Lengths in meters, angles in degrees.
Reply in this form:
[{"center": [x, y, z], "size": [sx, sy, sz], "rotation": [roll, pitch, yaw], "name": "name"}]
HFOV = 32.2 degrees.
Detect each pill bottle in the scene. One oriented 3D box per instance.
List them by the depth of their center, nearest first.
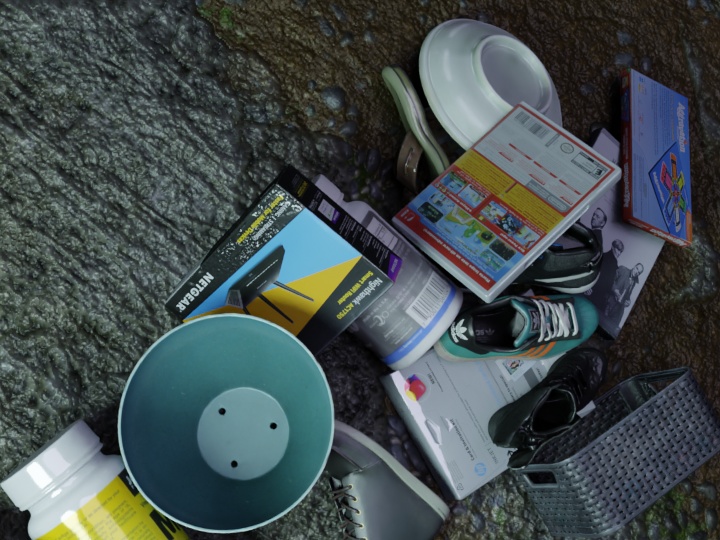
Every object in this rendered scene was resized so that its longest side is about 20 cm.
[{"center": [-0.237, 0.246, 1.167], "size": [0.114, 0.114, 0.200], "rotation": [-40, 96, -22], "name": "pill bottle"}, {"center": [0.000, 0.000, 1.301], "size": [0.200, 0.114, 0.114], "rotation": [42, 69, -9], "name": "pill bottle"}]

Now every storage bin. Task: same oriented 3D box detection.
[{"center": [0.283, 0.198, 1.359], "size": [0.200, 0.135, 0.094], "rotation": [-32, 93, -23], "name": "storage bin"}]

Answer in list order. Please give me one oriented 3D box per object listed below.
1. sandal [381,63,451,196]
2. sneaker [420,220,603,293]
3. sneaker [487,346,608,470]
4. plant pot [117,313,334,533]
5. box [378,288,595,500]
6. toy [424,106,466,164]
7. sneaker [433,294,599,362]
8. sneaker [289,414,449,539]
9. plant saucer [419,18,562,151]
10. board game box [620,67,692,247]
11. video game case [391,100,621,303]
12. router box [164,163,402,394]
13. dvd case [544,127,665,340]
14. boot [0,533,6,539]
[{"center": [0.057, -0.128, 1.374], "size": [0.057, 0.080, 0.201], "rotation": [-22, 82, -5], "name": "sandal"}, {"center": [0.160, -0.028, 1.334], "size": [0.199, 0.112, 0.073], "rotation": [1, 67, 5], "name": "sneaker"}, {"center": [0.208, 0.142, 1.316], "size": [0.200, 0.104, 0.060], "rotation": [-33, 92, -23], "name": "sneaker"}, {"center": [-0.120, 0.152, 1.204], "size": [0.199, 0.135, 0.201], "rotation": [0, 77, 2], "name": "plant pot"}, {"center": [0.142, 0.135, 1.370], "size": [0.200, 0.041, 0.156], "rotation": [-30, 91, -24], "name": "box"}, {"center": [0.161, -0.116, 1.417], "size": [0.115, 0.047, 0.200], "rotation": [-27, 90, -22], "name": "toy"}, {"center": [0.180, 0.061, 1.332], "size": [0.199, 0.080, 0.072], "rotation": [-8, 82, -24], "name": "sneaker"}, {"center": [-0.007, 0.235, 1.276], "size": [0.200, 0.075, 0.106], "rotation": [38, 67, -12], "name": "sneaker"}, {"center": [0.160, -0.207, 1.397], "size": [0.200, 0.050, 0.201], "rotation": [18, 55, -28], "name": "plant saucer"}, {"center": [0.350, -0.134, 1.476], "size": [0.103, 0.019, 0.201], "rotation": [20, 62, -29], "name": "board game box"}, {"center": [0.151, -0.075, 1.291], "size": [0.200, 0.017, 0.143], "rotation": [-42, 60, -13], "name": "video game case"}, {"center": [-0.078, 0.012, 1.230], "size": [0.149, 0.200, 0.051], "rotation": [39, 33, -10], "name": "router box"}, {"center": [0.285, -0.043, 1.452], "size": [0.150, 0.025, 0.200], "rotation": [39, 68, -20], "name": "dvd case"}, {"center": [-0.348, 0.335, 1.137], "size": [0.064, 0.186, 0.201], "rotation": [-17, 118, -61], "name": "boot"}]
